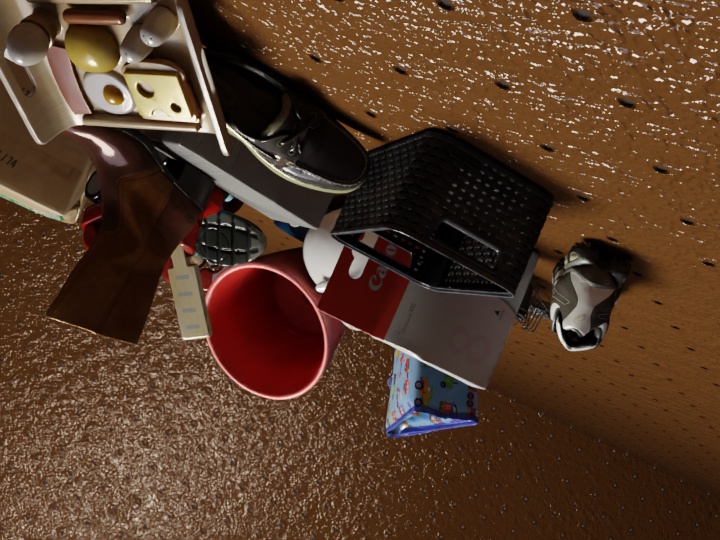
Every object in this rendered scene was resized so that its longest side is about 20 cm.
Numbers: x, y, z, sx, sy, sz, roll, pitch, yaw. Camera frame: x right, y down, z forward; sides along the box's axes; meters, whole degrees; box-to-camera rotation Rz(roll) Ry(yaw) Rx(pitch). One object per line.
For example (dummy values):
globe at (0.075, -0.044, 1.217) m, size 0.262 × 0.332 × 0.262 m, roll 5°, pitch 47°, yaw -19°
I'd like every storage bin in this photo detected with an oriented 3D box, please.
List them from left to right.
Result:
storage bin at (0.069, -0.048, 0.785) m, size 0.134 × 0.095 × 0.200 m, roll 27°, pitch 171°, yaw -17°

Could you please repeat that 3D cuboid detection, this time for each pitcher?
pitcher at (0.000, 0.000, 1.054) m, size 0.199 × 0.171 × 0.122 m, roll 15°, pitch 135°, yaw 47°

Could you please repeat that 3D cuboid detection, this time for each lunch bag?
lunch bag at (0.077, 0.137, 1.119) m, size 0.093 × 0.153 × 0.200 m, roll 14°, pitch 158°, yaw -17°

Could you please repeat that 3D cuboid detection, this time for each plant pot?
plant pot at (-0.102, 0.058, 1.211) m, size 0.198 × 0.203 × 0.177 m, roll 23°, pitch -155°, yaw 13°

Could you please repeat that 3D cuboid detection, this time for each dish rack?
dish rack at (0.181, 0.036, 1.139) m, size 0.152 × 0.055 × 0.200 m, roll 22°, pitch 173°, yaw 28°

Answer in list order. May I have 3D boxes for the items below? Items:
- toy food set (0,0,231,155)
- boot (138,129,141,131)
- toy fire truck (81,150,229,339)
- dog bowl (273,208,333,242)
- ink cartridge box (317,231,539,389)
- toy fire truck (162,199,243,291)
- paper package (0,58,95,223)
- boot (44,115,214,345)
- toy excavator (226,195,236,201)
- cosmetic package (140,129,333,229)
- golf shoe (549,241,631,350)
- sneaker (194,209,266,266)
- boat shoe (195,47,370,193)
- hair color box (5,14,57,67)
toy food set at (-0.212, -0.160, 0.694) m, size 0.197 × 0.061 × 0.145 m, roll 7°, pitch 139°, yaw 18°
boot at (-0.343, -0.163, 1.165) m, size 0.069 × 0.133 × 0.199 m, roll 27°, pitch 172°, yaw -26°
toy fire truck at (-0.236, -0.026, 0.974) m, size 0.174 × 0.202 × 0.128 m, roll -18°, pitch 144°, yaw 29°
dog bowl at (-0.031, -0.050, 1.247) m, size 0.198 × 0.050 × 0.111 m, roll 26°, pitch 172°, yaw 0°
ink cartridge box at (0.076, 0.014, 0.905) m, size 0.198 × 0.164 × 0.057 m, roll 27°, pitch 171°, yaw -14°
toy fire truck at (-0.252, -0.065, 1.247) m, size 0.166 × 0.203 × 0.112 m, roll -15°, pitch 175°, yaw 5°
paper package at (-0.412, -0.183, 1.029) m, size 0.198 × 0.193 × 0.103 m, roll 25°, pitch 174°, yaw -10°
boot at (-0.264, -0.044, 0.841) m, size 0.068 × 0.202 × 0.188 m, roll 20°, pitch 170°, yaw 46°
toy excavator at (-0.171, -0.120, 1.104) m, size 0.197 × 0.101 × 0.194 m, roll 13°, pitch 170°, yaw 19°
cosmetic package at (-0.125, -0.127, 0.906) m, size 0.199 × 0.091 × 0.106 m, roll 28°, pitch 172°, yaw -41°
golf shoe at (0.224, 0.038, 0.867) m, size 0.077 × 0.096 × 0.200 m, roll 21°, pitch 173°, yaw 18°
sneaker at (-0.215, -0.054, 1.139) m, size 0.197 × 0.077 × 0.079 m, roll 7°, pitch -167°, yaw 16°
boat shoe at (-0.075, -0.131, 0.752) m, size 0.198 × 0.074 × 0.065 m, roll 27°, pitch 177°, yaw -14°
hair color box at (-0.299, -0.234, 0.813) m, size 0.110 × 0.065 × 0.199 m, roll 27°, pitch 173°, yaw -24°
